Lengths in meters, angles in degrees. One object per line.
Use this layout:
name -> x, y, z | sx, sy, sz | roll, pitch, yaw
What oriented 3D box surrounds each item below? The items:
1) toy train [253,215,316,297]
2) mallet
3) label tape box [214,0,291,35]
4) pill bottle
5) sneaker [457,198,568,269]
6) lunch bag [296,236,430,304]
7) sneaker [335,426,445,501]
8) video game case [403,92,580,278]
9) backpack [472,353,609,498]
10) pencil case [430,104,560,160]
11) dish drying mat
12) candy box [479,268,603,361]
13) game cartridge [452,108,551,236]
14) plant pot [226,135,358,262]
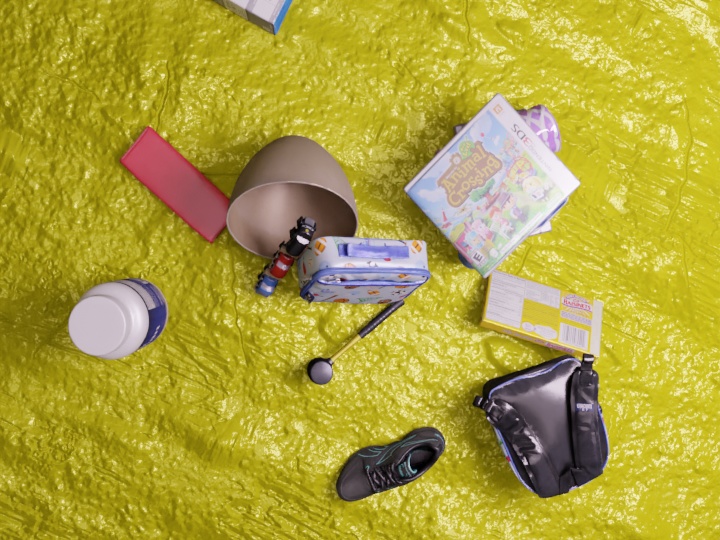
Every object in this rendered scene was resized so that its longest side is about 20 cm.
toy train -> -0.119, -0.013, 1.153 | 0.034, 0.200, 0.047 | 22, 51, -17
mallet -> -0.006, 0.112, 1.208 | 0.199, 0.066, 0.041 | -40, 95, 0
label tape box -> -0.189, -0.490, 1.182 | 0.197, 0.063, 0.146 | 28, 91, -3
pill bottle -> -0.365, 0.072, 1.131 | 0.108, 0.200, 0.114 | 0, 92, -1
sneaker -> 0.234, -0.077, 1.166 | 0.199, 0.088, 0.076 | -41, 97, 4
lunch bag -> 0.000, 0.000, 1.139 | 0.196, 0.160, 0.077 | 0, 74, -20
sneaker -> 0.047, 0.314, 1.212 | 0.197, 0.079, 0.076 | -30, 93, 1
video game case -> 0.193, -0.124, 1.111 | 0.200, 0.022, 0.182 | -44, 90, 5
backpack -> 0.292, 0.245, 1.179 | 0.196, 0.154, 0.194 | -19, 85, 7
pencil case -> 0.212, -0.182, 1.165 | 0.197, 0.085, 0.086 | -24, 127, 2
dish drying mat -> -0.292, -0.138, 1.217 | 0.199, 0.018, 0.077 | 42, 90, -2
candy box -> 0.292, 0.070, 1.210 | 0.196, 0.027, 0.104 | 18, 57, -2
game cartridge -> 0.228, -0.148, 1.221 | 0.127, 0.038, 0.205 | -14, 92, -5
plant pot -> -0.102, -0.125, 1.152 | 0.195, 0.202, 0.137 | 0, 58, -1
